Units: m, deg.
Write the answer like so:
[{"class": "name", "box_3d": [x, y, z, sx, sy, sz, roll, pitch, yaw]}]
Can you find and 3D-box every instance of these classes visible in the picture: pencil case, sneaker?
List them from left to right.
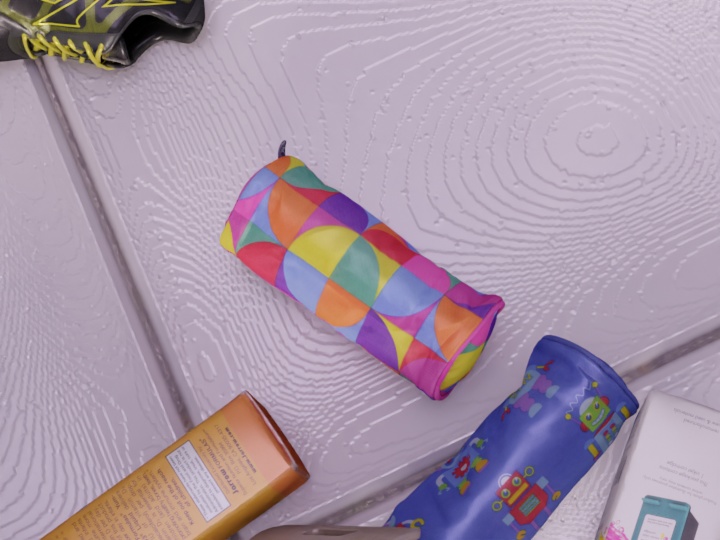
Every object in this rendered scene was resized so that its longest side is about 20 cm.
[{"class": "sneaker", "box_3d": [-0.207, -0.183, 0.983, 0.199, 0.075, 0.085, -20, 74, 2]}, {"class": "pencil case", "box_3d": [0.000, 0.000, 0.904, 0.200, 0.088, 0.089, 38, 82, 15]}, {"class": "pencil case", "box_3d": [0.088, 0.133, 0.859, 0.078, 0.087, 0.200, 44, 83, -20]}]

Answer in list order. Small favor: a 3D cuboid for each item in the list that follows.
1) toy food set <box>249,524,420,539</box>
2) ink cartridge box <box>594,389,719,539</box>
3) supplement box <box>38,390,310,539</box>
[{"class": "toy food set", "box_3d": [-0.021, 0.256, 0.818, 0.143, 0.060, 0.202, -11, 70, 51]}, {"class": "ink cartridge box", "box_3d": [0.171, 0.183, 0.813, 0.067, 0.116, 0.201, 18, 79, 11]}, {"class": "supplement box", "box_3d": [-0.134, 0.165, 0.884, 0.200, 0.067, 0.069, -37, 73, -4]}]
